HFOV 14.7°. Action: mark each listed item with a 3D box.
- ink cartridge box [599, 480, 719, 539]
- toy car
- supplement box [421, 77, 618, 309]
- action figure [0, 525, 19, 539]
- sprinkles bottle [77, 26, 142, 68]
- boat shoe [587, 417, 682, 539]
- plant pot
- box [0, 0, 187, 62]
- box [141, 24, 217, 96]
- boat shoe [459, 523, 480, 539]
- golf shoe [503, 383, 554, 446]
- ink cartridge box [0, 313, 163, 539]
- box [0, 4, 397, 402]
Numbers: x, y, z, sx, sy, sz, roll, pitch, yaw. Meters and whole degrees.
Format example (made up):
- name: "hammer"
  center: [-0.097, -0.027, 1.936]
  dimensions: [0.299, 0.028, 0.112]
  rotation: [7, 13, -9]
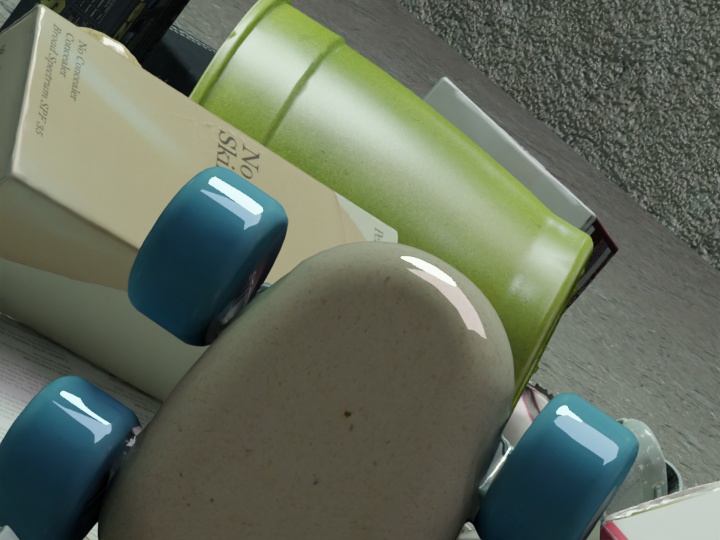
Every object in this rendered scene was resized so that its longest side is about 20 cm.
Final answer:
- name: "ink cartridge box"
  center: [0.148, 0.196, 0.987]
  dimensions: [0.082, 0.201, 0.147]
  rotation: [-14, 34, -20]
- name: "toy car"
  center: [-0.016, 0.091, 1.034]
  dimensions: [0.184, 0.177, 0.200]
  rotation: [32, -14, 10]
- name: "supplement box"
  center: [0.076, -0.034, 1.489]
  dimensions: [0.109, 0.061, 0.200]
  rotation: [43, 2, 9]
- name: "action figure"
  center: [-0.076, 0.148, 0.877]
  dimensions: [0.200, 0.069, 0.130]
  rotation: [40, 3, 3]
- name: "sprinkles bottle"
  center: [-0.157, -0.036, 1.209]
  dimensions: [0.068, 0.068, 0.200]
  rotation: [35, 36, -1]
- name: "boat shoe"
  center: [0.131, 0.123, 1.396]
  dimensions: [0.201, 0.071, 0.070]
  rotation: [70, -4, -71]
- name: "plant pot"
  center: [0.000, 0.000, 1.324]
  dimensions: [0.192, 0.201, 0.200]
  rotation: [27, 9, 6]
- name: "box"
  center: [-0.145, -0.128, 1.470]
  dimensions: [0.051, 0.200, 0.158]
  rotation: [38, 11, 1]
- name: "box"
  center: [-0.058, -0.032, 1.605]
  dimensions: [0.196, 0.118, 0.200]
  rotation: [29, 11, -35]
- name: "boat shoe"
  center: [0.057, 0.147, 1.316]
  dimensions: [0.200, 0.072, 0.066]
  rotation: [53, 13, 33]
- name: "golf shoe"
  center: [0.105, 0.125, 1.555]
  dimensions: [0.200, 0.077, 0.088]
  rotation: [34, 17, -8]
- name: "ink cartridge box"
  center: [-0.118, 0.094, 1.065]
  dimensions: [0.162, 0.057, 0.200]
  rotation: [27, 27, -42]
- name: "box"
  center: [-0.083, -0.011, 1.144]
  dimensions: [0.200, 0.078, 0.095]
  rotation: [30, 46, -32]
